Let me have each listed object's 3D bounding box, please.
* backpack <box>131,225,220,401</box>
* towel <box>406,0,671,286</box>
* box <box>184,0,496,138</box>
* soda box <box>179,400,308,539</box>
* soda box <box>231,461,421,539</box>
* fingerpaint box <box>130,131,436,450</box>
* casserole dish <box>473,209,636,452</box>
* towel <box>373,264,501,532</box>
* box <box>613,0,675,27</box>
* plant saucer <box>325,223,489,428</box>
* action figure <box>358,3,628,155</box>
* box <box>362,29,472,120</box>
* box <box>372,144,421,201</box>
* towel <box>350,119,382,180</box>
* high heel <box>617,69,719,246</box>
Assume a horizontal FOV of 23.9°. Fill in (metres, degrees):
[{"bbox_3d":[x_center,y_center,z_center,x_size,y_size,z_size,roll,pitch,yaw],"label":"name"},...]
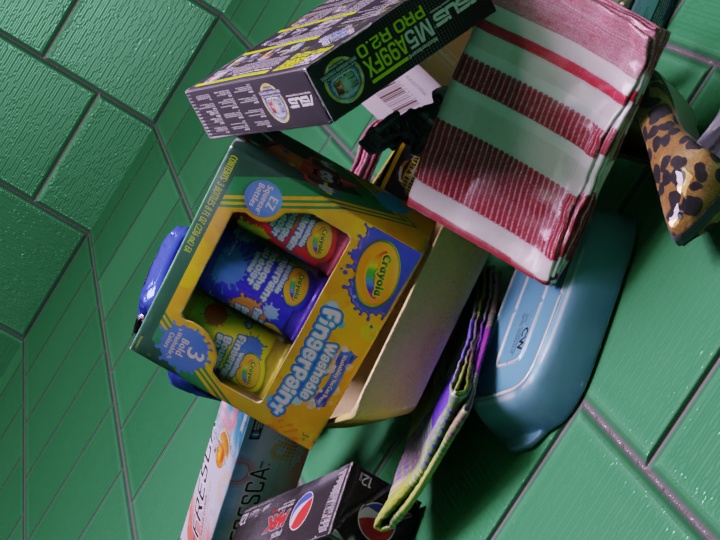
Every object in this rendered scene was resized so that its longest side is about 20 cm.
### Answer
[{"bbox_3d":[-0.143,0.034,1.753,0.200,0.167,0.163,116,170,-61],"label":"backpack"},{"bbox_3d":[0.118,-0.107,1.201,0.144,0.023,0.201,32,110,30],"label":"towel"},{"bbox_3d":[-0.019,-0.159,1.237,0.160,0.044,0.200,-37,18,-25],"label":"box"},{"bbox_3d":[-0.100,0.186,1.478,0.064,0.068,0.201,57,136,51],"label":"soda box"},{"bbox_3d":[-0.035,0.215,1.359,0.200,0.071,0.064,-31,31,56],"label":"soda box"},{"bbox_3d":[-0.061,0.013,1.316,0.201,0.166,0.073,-60,2,27],"label":"fingerpaint box"},{"bbox_3d":[0.136,0.035,1.236,0.121,0.039,0.201,-27,38,61],"label":"casserole dish"},{"bbox_3d":[0.060,0.094,1.287,0.144,0.023,0.200,-62,4,32],"label":"towel"},{"bbox_3d":[0.184,-0.179,1.446,0.137,0.038,0.200,-65,18,-17],"label":"box"},{"bbox_3d":[0.041,0.042,1.356,0.201,0.048,0.200,-64,4,-10],"label":"plant saucer"},{"bbox_3d":[0.106,-0.115,1.309,0.199,0.105,0.194,-25,-23,-31],"label":"action figure"},{"bbox_3d":[0.075,-0.226,1.465,0.106,0.152,0.200,-20,34,58],"label":"box"},{"bbox_3d":[0.000,0.000,1.477,0.201,0.049,0.160,-64,6,-20],"label":"box"},{"bbox_3d":[-0.035,-0.020,1.454,0.200,0.023,0.144,-61,3,43],"label":"towel"},{"bbox_3d":[0.193,-0.071,1.181,0.200,0.071,0.143,-10,45,57],"label":"high heel"}]
